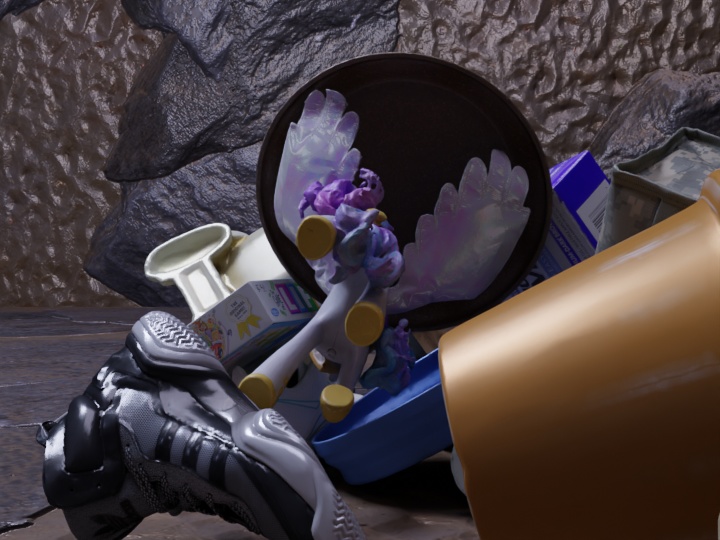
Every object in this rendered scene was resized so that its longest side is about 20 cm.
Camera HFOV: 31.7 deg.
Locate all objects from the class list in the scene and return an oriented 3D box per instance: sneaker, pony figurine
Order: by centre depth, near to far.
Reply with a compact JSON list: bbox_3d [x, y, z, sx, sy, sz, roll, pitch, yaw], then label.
[{"bbox_3d":[-0.088,0.111,0.642,0.114,0.076,0.200,-40,50,-13],"label":"sneaker"},{"bbox_3d":[0.000,0.000,0.786,0.166,0.193,0.200,22,11,7],"label":"pony figurine"},{"bbox_3d":[-0.035,0.100,0.927,0.070,0.080,0.200,-2,0,22],"label":"sneaker"}]

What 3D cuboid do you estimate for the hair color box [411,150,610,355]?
[{"bbox_3d":[0.114,0.003,0.940,0.200,0.109,0.065,-27,12,49],"label":"hair color box"}]

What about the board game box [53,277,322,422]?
[{"bbox_3d":[-0.116,0.072,0.918,0.200,0.034,0.134,-35,-11,19],"label":"board game box"}]

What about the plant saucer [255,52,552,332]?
[{"bbox_3d":[0.030,-0.054,0.860,0.200,0.201,0.037,0,24,12],"label":"plant saucer"}]

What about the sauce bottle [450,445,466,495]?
[{"bbox_3d":[0.140,0.110,0.787,0.200,0.066,0.066,-5,4,-40],"label":"sauce bottle"}]

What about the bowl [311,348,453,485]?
[{"bbox_3d":[0.062,0.077,0.840,0.201,0.039,0.201,-31,0,0],"label":"bowl"}]

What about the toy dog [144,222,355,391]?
[{"bbox_3d":[-0.075,0.049,1.119,0.194,0.200,0.140,-36,51,-14],"label":"toy dog"}]

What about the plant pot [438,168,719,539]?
[{"bbox_3d":[0.137,0.063,0.538,0.183,0.200,0.200,-15,-1,9],"label":"plant pot"}]

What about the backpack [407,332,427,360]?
[{"bbox_3d":[0.146,0.053,1.239,0.190,0.154,0.200,-9,6,11],"label":"backpack"}]

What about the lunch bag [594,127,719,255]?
[{"bbox_3d":[0.229,0.037,0.701,0.200,0.164,0.118,26,33,28],"label":"lunch bag"}]

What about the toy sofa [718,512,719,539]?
[{"bbox_3d":[0.195,0.112,0.327,0.200,0.083,0.098,0,0,10],"label":"toy sofa"}]
